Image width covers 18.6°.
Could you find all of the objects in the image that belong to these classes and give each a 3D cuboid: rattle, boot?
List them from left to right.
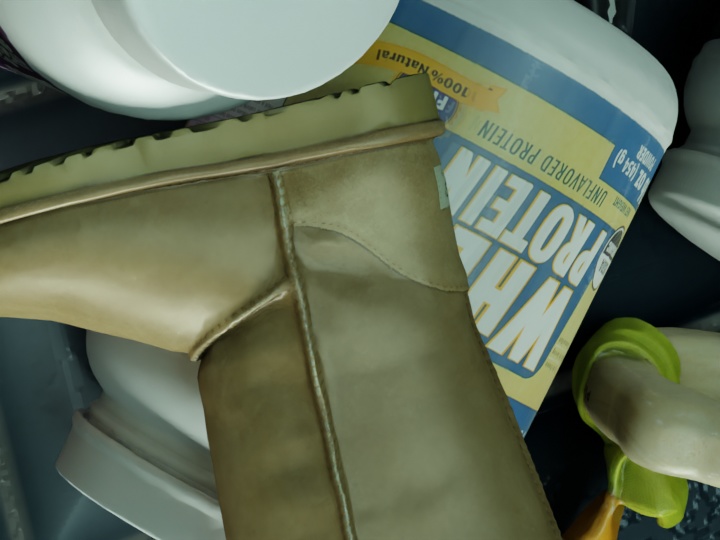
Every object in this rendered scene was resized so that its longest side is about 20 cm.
[{"bbox_3d":[-0.034,0.060,0.606,0.175,0.066,0.201,-13,91,6],"label":"boot"},{"bbox_3d":[0.171,0.096,0.824,0.199,0.130,0.143,9,88,-18],"label":"rattle"}]

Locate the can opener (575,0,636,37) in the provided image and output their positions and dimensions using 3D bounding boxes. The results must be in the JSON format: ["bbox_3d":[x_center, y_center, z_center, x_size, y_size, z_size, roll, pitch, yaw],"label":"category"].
[{"bbox_3d":[0.101,-0.122,0.715,0.063,0.200,0.079,-11,84,-11],"label":"can opener"}]

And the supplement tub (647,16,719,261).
[{"bbox_3d":[0.206,-0.084,0.802,0.140,0.140,0.200,32,86,-30],"label":"supplement tub"}]

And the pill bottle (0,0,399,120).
[{"bbox_3d":[-0.067,-0.103,0.619,0.112,0.200,0.113,-7,105,-26],"label":"pill bottle"}]

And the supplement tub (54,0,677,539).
[{"bbox_3d":[0.000,0.000,0.711,0.144,0.145,0.200,27,89,-30],"label":"supplement tub"}]
